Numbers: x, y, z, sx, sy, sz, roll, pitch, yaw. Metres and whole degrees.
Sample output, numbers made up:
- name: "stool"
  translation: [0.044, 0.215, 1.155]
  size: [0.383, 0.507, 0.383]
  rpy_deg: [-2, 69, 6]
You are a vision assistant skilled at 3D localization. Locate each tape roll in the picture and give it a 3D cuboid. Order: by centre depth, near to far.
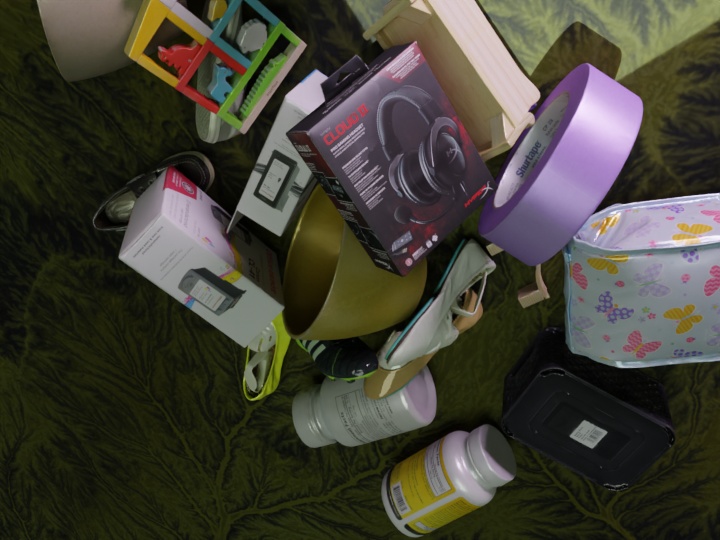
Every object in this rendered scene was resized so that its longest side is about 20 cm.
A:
- name: "tape roll"
  translation: [0.202, -0.108, 0.706]
  size: [0.065, 0.201, 0.201]
  rpy_deg: [30, 123, -4]

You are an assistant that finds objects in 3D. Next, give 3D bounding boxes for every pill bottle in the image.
- name: "pill bottle"
  translation: [0.003, 0.193, 0.991]
  size: [0.197, 0.115, 0.115]
  rpy_deg: [-22, 112, 26]
- name: "pill bottle"
  translation: [0.134, 0.316, 1.027]
  size: [0.112, 0.113, 0.199]
  rpy_deg: [44, 121, -12]

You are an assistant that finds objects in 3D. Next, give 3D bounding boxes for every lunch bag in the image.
- name: "lunch bag"
  translation: [0.337, 0.012, 0.787]
  size: [0.195, 0.128, 0.172]
  rpy_deg: [-8, 120, 9]

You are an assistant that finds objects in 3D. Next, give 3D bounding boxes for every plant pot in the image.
- name: "plant pot"
  translation: [0.000, 0.000, 0.851]
  size: [0.139, 0.202, 0.202]
  rpy_deg: [15, 127, -22]

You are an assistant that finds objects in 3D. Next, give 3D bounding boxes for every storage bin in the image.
- name: "storage bin"
  translation: [0.303, 0.188, 0.917]
  size: [0.197, 0.094, 0.136]
  rpy_deg: [28, 123, -1]

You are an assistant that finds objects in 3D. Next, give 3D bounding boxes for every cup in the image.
- name: "cup"
  translation: [-0.264, -0.316, 0.739]
  size: [0.140, 0.201, 0.204]
  rpy_deg: [-6, 122, -11]

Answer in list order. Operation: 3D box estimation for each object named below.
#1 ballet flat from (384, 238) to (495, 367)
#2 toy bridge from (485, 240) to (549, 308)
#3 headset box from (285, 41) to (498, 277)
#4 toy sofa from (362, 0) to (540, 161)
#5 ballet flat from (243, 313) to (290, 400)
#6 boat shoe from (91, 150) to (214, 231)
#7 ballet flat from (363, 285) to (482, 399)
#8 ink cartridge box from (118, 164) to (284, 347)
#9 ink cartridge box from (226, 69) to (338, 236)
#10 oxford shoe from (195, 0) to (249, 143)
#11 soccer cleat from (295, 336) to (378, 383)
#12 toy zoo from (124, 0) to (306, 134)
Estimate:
- name: "ballet flat"
  translation: [0.107, 0.048, 0.837]
  size: [0.069, 0.201, 0.070]
  rpy_deg: [31, 159, 14]
- name: "toy bridge"
  translation: [0.190, -0.043, 0.851]
  size: [0.066, 0.027, 0.201]
  rpy_deg: [-27, 110, 26]
- name: "headset box"
  translation: [0.030, -0.122, 0.704]
  size: [0.148, 0.077, 0.201]
  rpy_deg: [-40, 113, -13]
- name: "toy sofa"
  translation: [0.105, -0.223, 0.748]
  size: [0.201, 0.098, 0.082]
  rpy_deg: [50, 145, -15]
- name: "ballet flat"
  translation: [-0.144, 0.116, 1.010]
  size: [0.066, 0.067, 0.203]
  rpy_deg: [27, 126, 21]
- name: "boat shoe"
  translation: [-0.286, -0.098, 0.930]
  size: [0.197, 0.065, 0.074]
  rpy_deg: [-25, 109, 26]
- name: "ballet flat"
  translation: [0.074, 0.087, 0.893]
  size: [0.199, 0.069, 0.063]
  rpy_deg: [-39, 133, -8]
- name: "ink cartridge box"
  translation: [-0.198, -0.019, 0.870]
  size: [0.085, 0.148, 0.199]
  rpy_deg: [-42, 120, 14]
- name: "ink cartridge box"
  translation: [-0.084, -0.127, 0.826]
  size: [0.067, 0.117, 0.201]
  rpy_deg: [30, 124, -3]
- name: "oxford shoe"
  translation: [-0.159, -0.253, 0.813]
  size: [0.057, 0.075, 0.204]
  rpy_deg: [-6, 120, -33]
- name: "soccer cleat"
  translation: [-0.043, 0.089, 0.918]
  size: [0.199, 0.067, 0.083]
  rpy_deg: [25, 130, 56]
- name: "toy zoo"
  translation: [-0.164, -0.252, 0.737]
  size: [0.132, 0.020, 0.199]
  rpy_deg: [-52, 138, 9]
